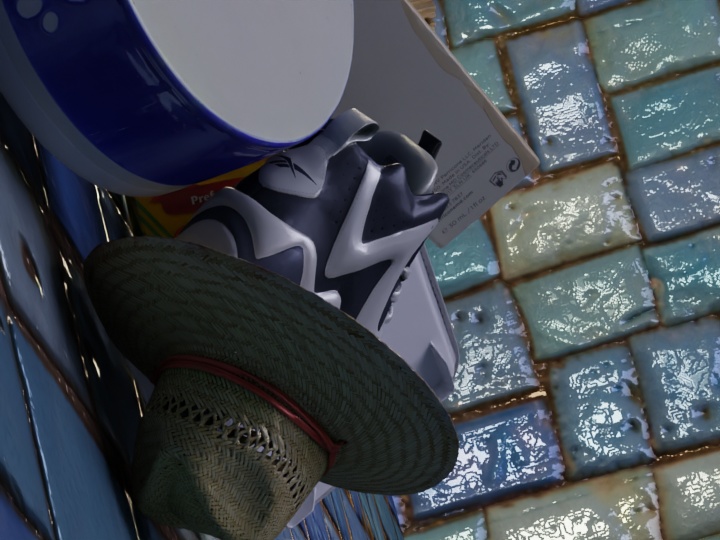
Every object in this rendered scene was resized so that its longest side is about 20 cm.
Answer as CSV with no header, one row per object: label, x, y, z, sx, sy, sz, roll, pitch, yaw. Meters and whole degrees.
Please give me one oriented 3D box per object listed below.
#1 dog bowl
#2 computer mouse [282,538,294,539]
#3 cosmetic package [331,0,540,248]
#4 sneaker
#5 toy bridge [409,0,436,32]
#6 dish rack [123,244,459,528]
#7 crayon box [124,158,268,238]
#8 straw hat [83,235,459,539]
dog bowl,-0.089,-0.137,1.297,0.200,0.079,0.200,34,48,-48
computer mouse,-0.047,0.191,1.452,0.200,0.044,0.110,-66,135,-78
cosmetic package,-0.004,-0.114,1.506,0.200,0.073,0.104,49,2,-35
sneaker,0.000,0.000,1.375,0.079,0.130,0.199,34,-16,40
toy bridge,-0.053,-0.119,1.614,0.067,0.200,0.027,-117,-159,-44
dish rack,-0.024,0.041,1.478,0.044,0.172,0.200,37,-22,39
crayon box,-0.062,-0.039,1.601,0.051,0.127,0.200,95,-17,-53
straw hat,-0.057,0.078,1.308,0.085,0.201,0.201,-60,154,-24
